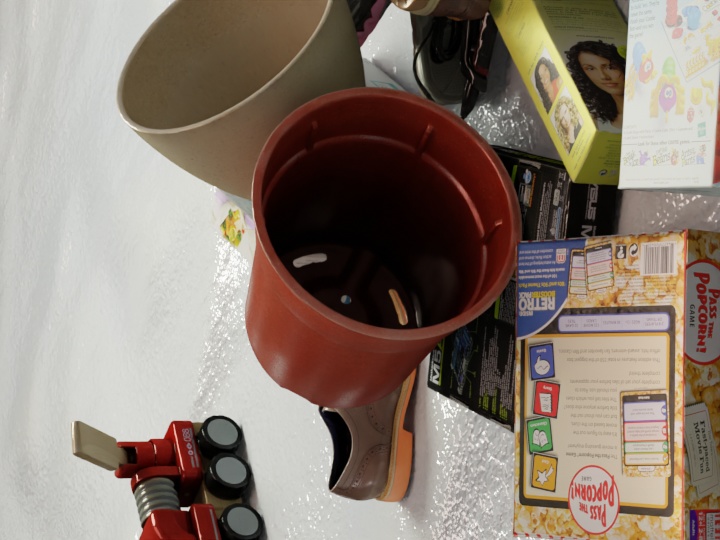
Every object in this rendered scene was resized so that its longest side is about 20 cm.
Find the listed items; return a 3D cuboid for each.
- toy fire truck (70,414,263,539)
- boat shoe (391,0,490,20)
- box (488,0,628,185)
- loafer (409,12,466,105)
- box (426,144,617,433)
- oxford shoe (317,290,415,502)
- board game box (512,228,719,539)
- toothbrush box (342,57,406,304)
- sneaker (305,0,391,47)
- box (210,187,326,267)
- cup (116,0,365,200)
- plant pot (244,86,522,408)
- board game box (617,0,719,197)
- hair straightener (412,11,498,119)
[{"bbox_3d":[-0.214,0.232,1.880,0.129,0.198,0.177,117,147,-43],"label":"toy fire truck"},{"bbox_3d":[0.054,-0.233,1.366,0.200,0.071,0.073,-117,46,-65],"label":"boat shoe"},{"bbox_3d":[0.154,-0.145,1.258,0.201,0.074,0.050,-111,32,-41],"label":"box"},{"bbox_3d":[0.064,-0.236,1.482,0.063,0.071,0.203,-179,89,-73],"label":"loafer"},{"bbox_3d":[0.117,0.013,1.355,0.193,0.047,0.203,-157,71,-67],"label":"box"},{"bbox_3d":[0.003,0.099,1.563,0.071,0.072,0.203,158,113,-64],"label":"oxford shoe"},{"bbox_3d":[0.168,0.078,1.181,0.151,0.046,0.203,-2,84,49],"label":"board game box"},{"bbox_3d":[-0.025,-0.082,1.634,0.146,0.084,0.202,-135,52,-58],"label":"toothbrush box"},{"bbox_3d":[-0.044,-0.218,1.510,0.199,0.095,0.079,-28,20,48],"label":"sneaker"},{"bbox_3d":[-0.083,-0.027,1.607,0.200,0.041,0.039,39,123,58],"label":"box"},{"bbox_3d":[-0.073,-0.135,1.427,0.198,0.144,0.202,-22,40,20],"label":"cup"},{"bbox_3d":[0.000,0.000,1.359,0.196,0.198,0.203,115,149,-60],"label":"plant pot"},{"bbox_3d":[0.226,-0.145,1.058,0.105,0.102,0.203,-174,87,-66],"label":"board game box"},{"bbox_3d":[0.084,-0.217,1.429,0.076,0.041,0.202,19,109,29],"label":"hair straightener"}]
